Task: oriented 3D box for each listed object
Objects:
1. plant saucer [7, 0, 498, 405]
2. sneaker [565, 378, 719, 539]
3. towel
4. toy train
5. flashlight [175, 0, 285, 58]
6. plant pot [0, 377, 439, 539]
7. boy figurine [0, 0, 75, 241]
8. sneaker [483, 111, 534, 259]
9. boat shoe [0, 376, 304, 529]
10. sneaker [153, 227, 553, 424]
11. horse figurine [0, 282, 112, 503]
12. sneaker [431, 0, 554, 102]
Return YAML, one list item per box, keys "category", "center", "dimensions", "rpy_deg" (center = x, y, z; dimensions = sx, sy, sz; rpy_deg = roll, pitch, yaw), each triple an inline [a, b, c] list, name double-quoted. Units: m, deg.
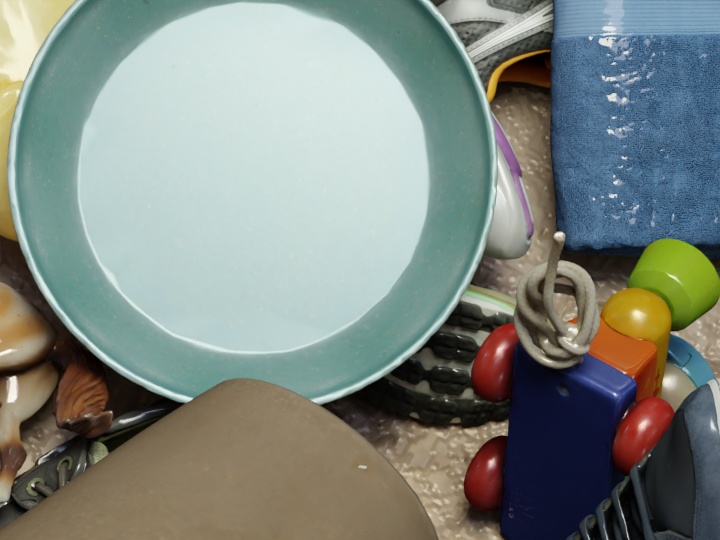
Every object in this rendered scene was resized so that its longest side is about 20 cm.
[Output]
- category: "plant saucer"
  center: [-0.044, -0.040, 1.096]
  dimensions: [0.199, 0.036, 0.201]
  rpy_deg: [0, 85, -2]
- category: "sneaker"
  center: [0.078, 0.123, 1.035]
  dimensions: [0.146, 0.203, 0.077]
  rpy_deg: [1, 43, -7]
- category: "towel"
  center: [0.138, -0.105, 1.200]
  dimensions: [0.111, 0.049, 0.201]
  rpy_deg: [-1, 90, -20]
- category: "toy train"
  center: [0.109, 0.026, 1.094]
  dimensions: [0.085, 0.200, 0.116]
  rpy_deg: [27, 51, 23]
- category: "flashlight"
  center: [0.004, -0.160, 1.151]
  dimensions: [0.200, 0.068, 0.068]
  rpy_deg: [-35, 79, 2]
- category: "plant pot"
  center: [-0.064, 0.138, 0.992]
  dimensions: [0.200, 0.200, 0.175]
  rpy_deg: [36, 64, 9]
- category: "boy figurine"
  center: [-0.148, -0.107, 1.155]
  dimensions: [0.124, 0.064, 0.201]
  rpy_deg: [-9, 70, -14]
- category: "sneaker"
  center: [-0.001, -0.059, 1.187]
  dimensions: [0.100, 0.075, 0.200]
  rpy_deg: [-38, 58, -9]
- category: "boat shoe"
  center: [-0.105, 0.095, 1.087]
  dimensions: [0.201, 0.066, 0.072]
  rpy_deg: [-27, 70, -23]
- category: "sneaker"
  center: [0.000, 0.000, 1.164]
  dimensions: [0.199, 0.077, 0.089]
  rpy_deg: [18, 44, -6]
- category: "horse figurine"
  center: [-0.185, 0.034, 1.103]
  dimensions: [0.199, 0.050, 0.133]
  rpy_deg: [15, 38, 11]
- category: "sneaker"
  center: [0.111, -0.125, 1.252]
  dimensions: [0.199, 0.078, 0.077]
  rpy_deg: [-16, 80, -15]
